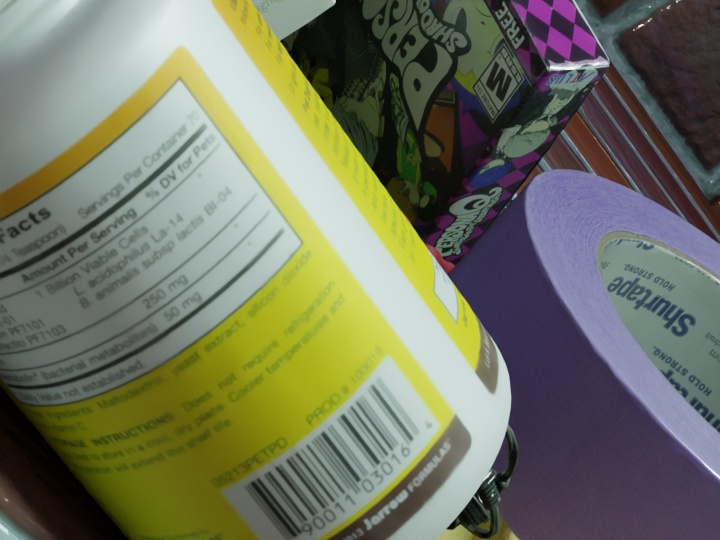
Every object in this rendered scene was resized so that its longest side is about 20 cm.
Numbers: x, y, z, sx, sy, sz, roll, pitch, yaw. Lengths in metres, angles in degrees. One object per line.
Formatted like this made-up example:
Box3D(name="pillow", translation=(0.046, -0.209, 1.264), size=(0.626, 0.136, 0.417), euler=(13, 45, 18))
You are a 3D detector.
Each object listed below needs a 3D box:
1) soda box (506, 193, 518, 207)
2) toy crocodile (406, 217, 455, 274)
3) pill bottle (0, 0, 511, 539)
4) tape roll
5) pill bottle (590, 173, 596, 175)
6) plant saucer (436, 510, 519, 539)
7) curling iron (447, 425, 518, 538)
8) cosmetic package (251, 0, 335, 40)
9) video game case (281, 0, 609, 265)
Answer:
Box3D(name="soda box", translation=(0.036, -0.027, 1.267), size=(0.201, 0.071, 0.063), euler=(60, 9, 8))
Box3D(name="toy crocodile", translation=(0.000, 0.000, 0.999), size=(0.200, 0.062, 0.068), euler=(40, 18, -27))
Box3D(name="pill bottle", translation=(-0.055, -0.013, 0.688), size=(0.200, 0.109, 0.109), euler=(54, 11, -25))
Box3D(name="tape roll", translation=(0.114, 0.057, 0.945), size=(0.200, 0.066, 0.200), euler=(36, 22, -17))
Box3D(name="pill bottle", translation=(0.152, 0.050, 1.505), size=(0.201, 0.104, 0.104), euler=(57, 10, -8))
Box3D(name="plant saucer", translation=(0.085, 0.157, 0.857), size=(0.200, 0.048, 0.200), euler=(50, 23, 18))
Box3D(name="curling iron", translation=(-0.030, 0.010, 0.828), size=(0.200, 0.050, 0.026), euler=(40, 56, -3))
Box3D(name="cosmetic package", translation=(-0.066, -0.114, 0.943), size=(0.085, 0.107, 0.200), euler=(57, 11, -11))
Box3D(name="video game case", translation=(0.001, -0.100, 1.076), size=(0.036, 0.181, 0.201), euler=(-8, 60, -35))
